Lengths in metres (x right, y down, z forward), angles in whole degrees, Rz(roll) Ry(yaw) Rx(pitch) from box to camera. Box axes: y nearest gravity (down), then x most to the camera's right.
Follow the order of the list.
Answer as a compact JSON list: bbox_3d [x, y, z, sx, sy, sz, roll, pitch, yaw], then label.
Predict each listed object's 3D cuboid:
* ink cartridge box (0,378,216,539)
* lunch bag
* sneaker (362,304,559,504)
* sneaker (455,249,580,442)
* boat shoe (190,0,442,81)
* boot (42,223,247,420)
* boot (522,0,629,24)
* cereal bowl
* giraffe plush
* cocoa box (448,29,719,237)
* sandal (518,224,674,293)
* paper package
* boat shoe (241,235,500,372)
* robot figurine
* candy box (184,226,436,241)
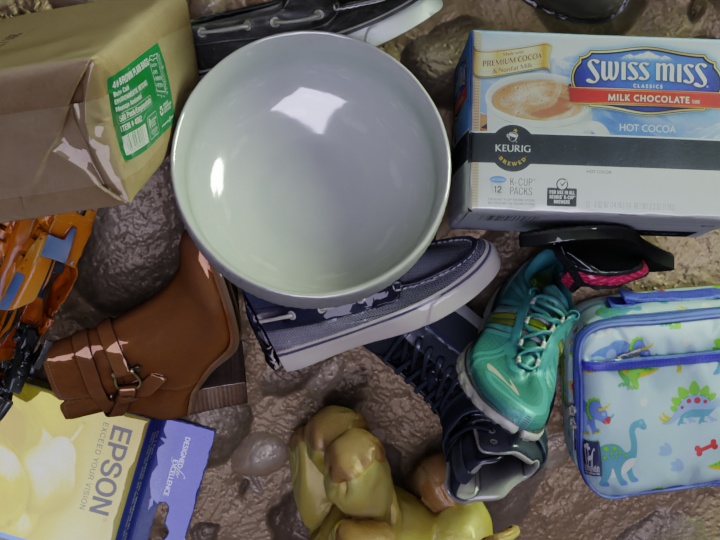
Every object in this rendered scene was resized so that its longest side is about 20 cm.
[{"bbox_3d":[-0.241,0.201,1.242,0.198,0.047,0.200,16,93,-3],"label":"ink cartridge box"},{"bbox_3d":[0.262,0.094,1.214,0.198,0.083,0.163,-3,106,-2],"label":"lunch bag"},{"bbox_3d":[0.062,0.094,1.173,0.201,0.147,0.077,25,132,-7],"label":"sneaker"},{"bbox_3d":[0.125,0.049,1.135,0.077,0.201,0.080,30,125,-9],"label":"sneaker"},{"bbox_3d":[-0.038,-0.189,1.127,0.198,0.071,0.064,-17,108,6],"label":"boat shoe"},{"bbox_3d":[-0.169,0.044,1.151,0.153,0.077,0.201,-6,142,-5],"label":"boot"},{"bbox_3d":[0.117,-0.227,1.062,0.199,0.174,0.070,30,105,-10],"label":"boot"},{"bbox_3d":[-0.035,-0.064,1.074,0.198,0.083,0.202,0,71,-1],"label":"cereal bowl"},{"bbox_3d":[0.038,0.208,1.219,0.160,0.172,0.202,-4,104,-17],"label":"giraffe plush"},{"bbox_3d":[0.169,-0.098,1.110,0.198,0.133,0.133,2,86,-2],"label":"cocoa box"},{"bbox_3d":[0.185,-0.003,1.132,0.074,0.199,0.046,-2,81,34],"label":"sandal"},{"bbox_3d":[-0.224,-0.117,1.062,0.189,0.200,0.104,-8,111,14],"label":"paper package"},{"bbox_3d":[0.000,0.000,1.126,0.198,0.075,0.093,-24,116,9],"label":"boat shoe"},{"bbox_3d":[-0.271,0.020,1.154,0.058,0.145,0.201,24,95,-31],"label":"robot figurine"},{"bbox_3d":[-0.039,-0.057,1.175,0.198,0.055,0.117,0,110,-1],"label":"candy box"}]
